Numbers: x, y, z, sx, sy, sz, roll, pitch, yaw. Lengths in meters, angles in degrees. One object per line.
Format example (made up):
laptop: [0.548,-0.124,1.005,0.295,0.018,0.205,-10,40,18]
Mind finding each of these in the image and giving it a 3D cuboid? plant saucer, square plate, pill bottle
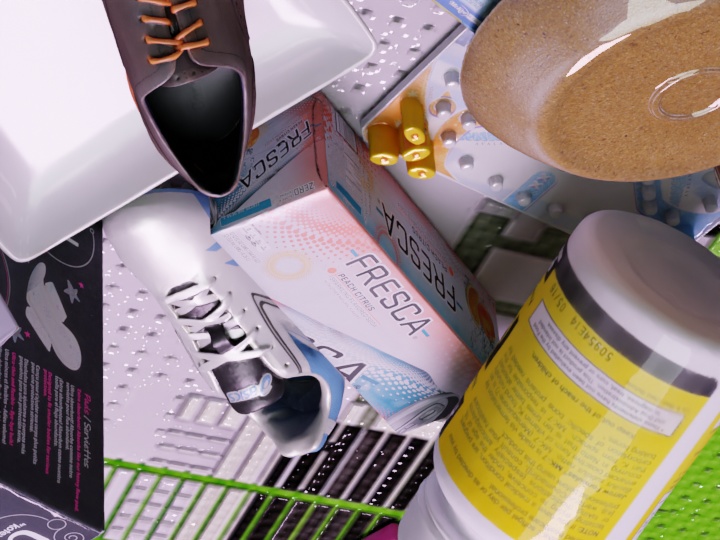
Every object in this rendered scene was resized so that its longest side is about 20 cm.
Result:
plant saucer: [0.145,-0.092,1.242,0.199,0.036,0.200,-12,152,-6]
square plate: [-0.121,-0.115,1.209,0.197,0.029,0.200,-30,133,8]
pill bottle: [0.107,0.079,1.386,0.114,0.115,0.200,19,119,-27]

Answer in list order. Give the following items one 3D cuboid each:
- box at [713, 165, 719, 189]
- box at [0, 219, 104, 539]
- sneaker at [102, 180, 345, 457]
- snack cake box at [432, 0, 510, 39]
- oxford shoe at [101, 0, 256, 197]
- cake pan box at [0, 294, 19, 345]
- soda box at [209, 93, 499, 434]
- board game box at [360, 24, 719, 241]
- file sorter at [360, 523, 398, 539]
box: [0.279,-0.041,1.337,0.199,0.075,0.100,-20,149,11]
box: [-0.203,0.050,1.330,0.132,0.201,0.115,-32,134,30]
sneaker: [-0.064,0.024,1.416,0.072,0.073,0.200,-20,138,20]
snack cake box: [0.033,-0.191,1.159,0.115,0.067,0.200,-31,135,30]
oxford shoe: [-0.076,-0.118,1.151,0.071,0.073,0.201,-18,133,-2]
cake pan box: [-0.258,-0.042,1.212,0.199,0.052,0.185,7,130,48]
soda box: [0.000,0.000,1.398,0.068,0.064,0.200,-21,138,20]
board game box: [0.135,-0.079,1.341,0.199,0.026,0.200,23,134,-29]
file sorter: [-0.005,0.270,1.685,0.200,0.126,0.139,-31,135,30]
